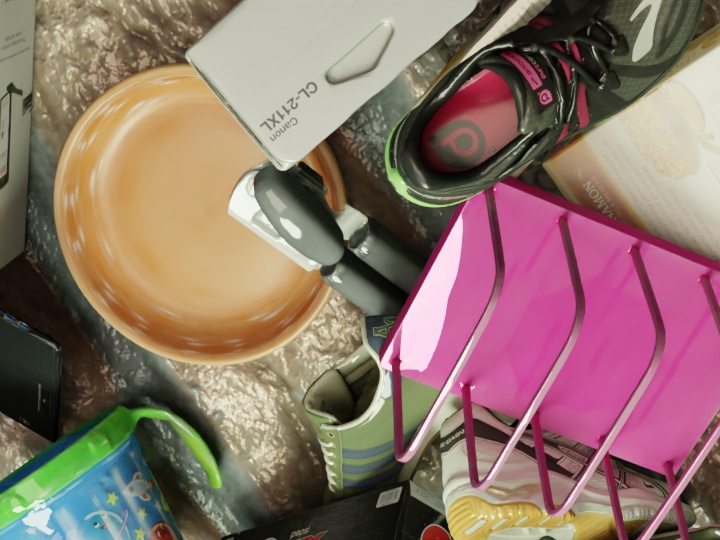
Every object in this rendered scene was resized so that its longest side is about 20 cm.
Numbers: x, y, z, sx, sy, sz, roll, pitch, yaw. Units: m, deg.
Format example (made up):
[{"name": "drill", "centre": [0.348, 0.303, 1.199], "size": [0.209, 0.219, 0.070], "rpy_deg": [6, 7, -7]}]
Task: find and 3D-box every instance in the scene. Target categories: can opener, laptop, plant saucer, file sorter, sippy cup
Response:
[{"name": "can opener", "centre": [0.000, 0.000, 1.064], "size": [0.200, 0.067, 0.053], "rpy_deg": [35, 115, -29]}, {"name": "laptop", "centre": [-0.306, 0.071, 1.125], "size": [0.199, 0.104, 0.177], "rpy_deg": [29, 154, 3]}, {"name": "plant saucer", "centre": [-0.101, -0.038, 1.122], "size": [0.199, 0.037, 0.202], "rpy_deg": [4, 107, 12]}, {"name": "file sorter", "centre": [0.128, 0.062, 0.953], "size": [0.199, 0.126, 0.140], "rpy_deg": [21, 118, -12]}, {"name": "sippy cup", "centre": [-0.181, 0.181, 1.152], "size": [0.177, 0.140, 0.131], "rpy_deg": [-32, 94, 18]}]

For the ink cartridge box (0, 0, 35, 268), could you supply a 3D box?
[{"name": "ink cartridge box", "centre": [-0.296, -0.104, 1.123], "size": [0.145, 0.084, 0.201], "rpy_deg": [11, 110, 10]}]

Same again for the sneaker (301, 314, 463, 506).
[{"name": "sneaker", "centre": [0.000, 0.094, 1.091], "size": [0.089, 0.067, 0.201], "rpy_deg": [14, 133, -22]}]

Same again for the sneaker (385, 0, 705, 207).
[{"name": "sneaker", "centre": [0.099, -0.098, 0.885], "size": [0.200, 0.084, 0.077], "rpy_deg": [-41, 92, 7]}]

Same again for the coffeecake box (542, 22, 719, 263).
[{"name": "coffeecake box", "centre": [0.233, -0.064, 1.012], "size": [0.199, 0.073, 0.154], "rpy_deg": [-33, 99, 21]}]

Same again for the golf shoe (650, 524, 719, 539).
[{"name": "golf shoe", "centre": [0.141, 0.197, 1.044], "size": [0.199, 0.097, 0.079], "rpy_deg": [-19, 60, -10]}]

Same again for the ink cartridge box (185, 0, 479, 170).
[{"name": "ink cartridge box", "centre": [-0.011, -0.137, 0.965], "size": [0.146, 0.200, 0.083], "rpy_deg": [-40, 94, 4]}]

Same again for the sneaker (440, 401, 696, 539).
[{"name": "sneaker", "centre": [0.132, 0.125, 1.066], "size": [0.076, 0.199, 0.088], "rpy_deg": [-36, 53, 37]}]

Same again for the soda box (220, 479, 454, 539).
[{"name": "soda box", "centre": [-0.016, 0.195, 1.108], "size": [0.071, 0.064, 0.199], "rpy_deg": [34, 144, -28]}]

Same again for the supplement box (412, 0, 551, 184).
[{"name": "supplement box", "centre": [0.128, -0.151, 0.983], "size": [0.073, 0.126, 0.200], "rpy_deg": [43, 111, -3]}]
